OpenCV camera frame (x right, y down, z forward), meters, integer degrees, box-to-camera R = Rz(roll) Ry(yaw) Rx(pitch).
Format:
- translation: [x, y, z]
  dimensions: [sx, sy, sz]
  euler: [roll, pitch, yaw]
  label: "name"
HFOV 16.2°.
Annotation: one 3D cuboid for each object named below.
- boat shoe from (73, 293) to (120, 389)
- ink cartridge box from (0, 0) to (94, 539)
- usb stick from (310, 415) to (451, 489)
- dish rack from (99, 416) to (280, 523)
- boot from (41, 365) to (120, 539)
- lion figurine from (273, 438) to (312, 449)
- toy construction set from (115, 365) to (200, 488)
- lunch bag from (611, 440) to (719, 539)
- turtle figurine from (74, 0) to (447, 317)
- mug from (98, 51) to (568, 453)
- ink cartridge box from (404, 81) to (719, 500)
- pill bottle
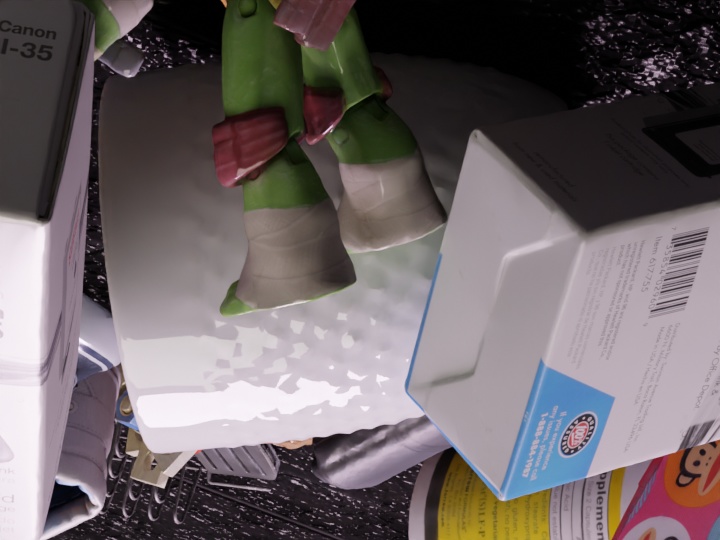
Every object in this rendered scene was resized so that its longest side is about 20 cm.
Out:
- translation: [-0.151, 0.046, 1.017]
  dimensions: [0.071, 0.091, 0.200]
  euler: [35, 167, -12]
  label: "boat shoe"
- translation: [-0.162, -0.003, 0.788]
  dimensions: [0.145, 0.083, 0.200]
  euler: [8, 146, -3]
  label: "ink cartridge box"
- translation: [0.061, 0.050, 1.129]
  dimensions: [0.199, 0.033, 0.055]
  euler: [-29, 155, 33]
  label: "usb stick"
- translation: [-0.148, 0.090, 1.372]
  dimensions: [0.199, 0.055, 0.154]
  euler: [4, 152, 24]
  label: "dish rack"
- translation: [-0.206, 0.085, 1.132]
  dimensions: [0.198, 0.096, 0.074]
  euler: [-12, 133, 10]
  label: "boot"
- translation: [-0.009, 0.030, 1.156]
  dimensions: [0.122, 0.073, 0.199]
  euler: [25, 150, -37]
  label: "lion figurine"
- translation: [-0.158, 0.032, 1.218]
  dimensions: [0.131, 0.093, 0.200]
  euler: [-28, 129, 28]
  label: "toy construction set"
- translation: [0.198, 0.128, 1.077]
  dimensions: [0.176, 0.201, 0.082]
  euler: [34, 174, -31]
  label: "lunch bag"
- translation: [-0.058, -0.087, 0.846]
  dimensions: [0.199, 0.195, 0.144]
  euler: [-17, -170, 1]
  label: "turtle figurine"
- translation: [0.000, 0.000, 0.995]
  dimensions: [0.174, 0.149, 0.200]
  euler: [-7, 152, 3]
  label: "mug"
- translation: [0.123, -0.002, 0.905]
  dimensions: [0.199, 0.068, 0.117]
  euler: [-12, 132, -34]
  label: "ink cartridge box"
- translation: [0.130, 0.123, 1.210]
  dimensions: [0.199, 0.112, 0.111]
  euler: [-7, 146, 40]
  label: "pill bottle"
